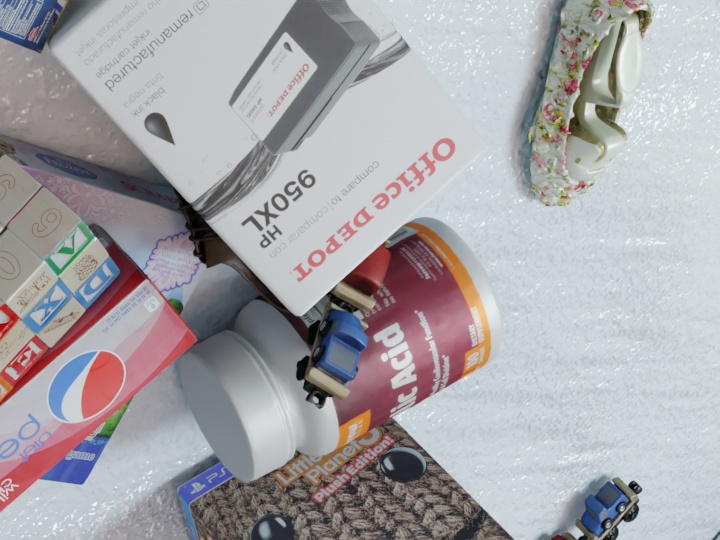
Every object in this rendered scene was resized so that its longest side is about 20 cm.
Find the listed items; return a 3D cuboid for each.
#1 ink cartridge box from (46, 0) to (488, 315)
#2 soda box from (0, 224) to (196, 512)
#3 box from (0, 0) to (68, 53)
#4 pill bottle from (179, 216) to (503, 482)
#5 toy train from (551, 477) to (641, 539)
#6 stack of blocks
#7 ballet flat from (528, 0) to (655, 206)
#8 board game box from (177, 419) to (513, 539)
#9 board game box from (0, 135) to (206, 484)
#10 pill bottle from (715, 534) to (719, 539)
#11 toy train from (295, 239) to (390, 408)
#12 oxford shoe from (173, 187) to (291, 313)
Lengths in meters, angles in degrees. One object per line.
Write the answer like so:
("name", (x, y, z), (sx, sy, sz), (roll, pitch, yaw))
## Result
("ink cartridge box", (-0.050, -0.099, 0.886), (0.144, 0.084, 0.200), (-41, 112, 3))
("soda box", (-0.195, 0.071, 0.938), (0.200, 0.063, 0.070), (-42, 140, -7))
("box", (-0.150, -0.216, 0.810), (0.064, 0.070, 0.201), (18, 108, -45))
("pill bottle", (-0.013, 0.054, 1.109), (0.199, 0.114, 0.115), (-27, 136, -23))
("toy train", (0.181, 0.265, 1.499), (0.200, 0.034, 0.046), (-48, 129, 2))
("stack of blocks", (-0.223, 0.039, 0.847), (0.200, 0.059, 0.115), (-48, 164, -10))
("ballet flat", (0.164, -0.119, 1.167), (0.075, 0.064, 0.201), (-20, 133, -30))
("board game box", (-0.005, 0.202, 1.155), (0.159, 0.200, 0.097), (-30, 136, -21))
("board game box", (-0.203, 0.027, 0.977), (0.199, 0.041, 0.200), (16, 109, -47))
("pill bottle", (0.452, 0.344, 1.678), (0.110, 0.200, 0.111), (-23, 133, -27))
("toy train", (0.000, 0.000, 1.046), (0.034, 0.201, 0.046), (32, 141, -21))
("oxford shoe", (-0.077, -0.049, 0.969), (0.200, 0.072, 0.085), (47, 48, -32))
